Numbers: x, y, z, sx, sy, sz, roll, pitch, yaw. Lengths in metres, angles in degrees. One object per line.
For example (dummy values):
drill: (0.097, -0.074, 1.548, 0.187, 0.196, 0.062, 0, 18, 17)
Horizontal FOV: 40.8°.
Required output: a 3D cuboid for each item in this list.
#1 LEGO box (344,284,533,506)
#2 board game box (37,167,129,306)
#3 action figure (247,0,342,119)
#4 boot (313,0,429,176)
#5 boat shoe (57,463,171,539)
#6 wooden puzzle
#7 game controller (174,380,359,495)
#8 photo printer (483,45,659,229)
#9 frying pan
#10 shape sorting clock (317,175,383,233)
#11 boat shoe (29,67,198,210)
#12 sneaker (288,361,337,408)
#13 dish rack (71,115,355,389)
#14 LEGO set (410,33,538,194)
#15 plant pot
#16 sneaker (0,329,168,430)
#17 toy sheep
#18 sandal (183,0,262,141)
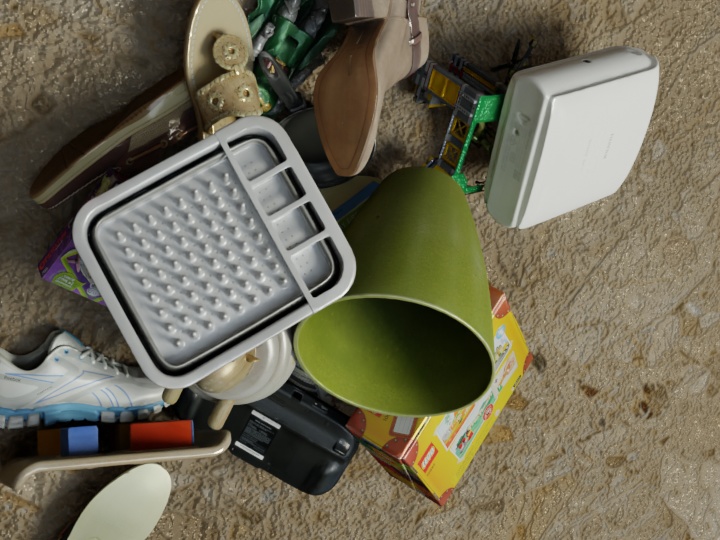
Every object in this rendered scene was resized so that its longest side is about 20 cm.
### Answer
LEGO box: (0.090, 0.126, 1.027, 0.201, 0.076, 0.149, -55, 145, -16)
board game box: (-0.195, -0.006, 0.940, 0.199, 0.032, 0.121, 31, 101, -43)
action figure: (-0.074, -0.221, 0.947, 0.117, 0.055, 0.202, 26, 98, -31)
boot: (0.020, -0.200, 0.931, 0.146, 0.069, 0.204, -22, 118, -58)
boat shoe: (-0.274, 0.277, 1.018, 0.073, 0.063, 0.202, 37, 92, -20)
wooden puzzle: (-0.243, 0.169, 0.938, 0.197, 0.185, 0.047, -6, 84, -26)
game controller: (-0.100, 0.158, 1.016, 0.198, 0.042, 0.105, 30, 121, -1)
photo printer: (0.228, -0.143, 1.014, 0.198, 0.069, 0.168, -20, 135, -34)
frying pan: (-0.066, -0.142, 0.958, 0.114, 0.031, 0.189, -34, 136, 28)
shape sorting clock: (0.000, 0.000, 1.033, 0.196, 0.039, 0.204, 1, 87, -16)
boat shoe: (-0.213, -0.111, 0.908, 0.199, 0.072, 0.073, -40, 119, -15)
sneaker: (-0.078, 0.145, 1.060, 0.087, 0.074, 0.202, -27, 119, -16)
dish rack: (-0.121, -0.015, 0.811, 0.198, 0.044, 0.173, -30, 88, -13)
LEGO set: (0.122, -0.163, 1.046, 0.198, 0.116, 0.156, -20, 135, -33)
plant pot: (0.045, 0.004, 0.931, 0.184, 0.202, 0.189, 7, 141, 6)
sneaker: (-0.272, 0.101, 0.953, 0.197, 0.075, 0.088, -2, 103, -26)
toy sheep: (-0.118, 0.064, 0.916, 0.135, 0.200, 0.141, 1, 105, 3)
sandal: (-0.115, -0.142, 0.887, 0.077, 0.069, 0.215, -16, 124, -42)
